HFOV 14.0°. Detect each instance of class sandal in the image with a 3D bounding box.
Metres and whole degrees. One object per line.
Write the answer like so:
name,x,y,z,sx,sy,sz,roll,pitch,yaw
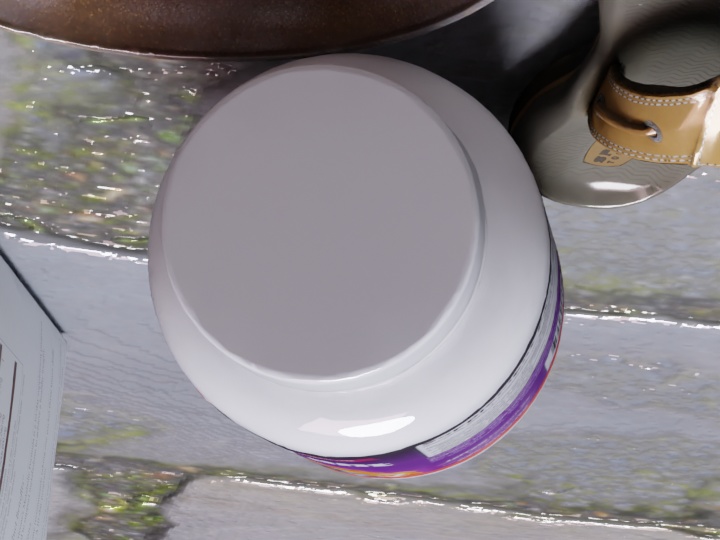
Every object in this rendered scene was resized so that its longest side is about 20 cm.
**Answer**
sandal,0.090,-0.048,0.831,0.082,0.055,0.200,10,159,-15

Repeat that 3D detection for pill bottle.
pill bottle,0.000,0.000,0.839,0.111,0.112,0.200,2,173,6

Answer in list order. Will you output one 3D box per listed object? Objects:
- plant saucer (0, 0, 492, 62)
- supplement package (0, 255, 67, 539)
plant saucer,-0.051,-0.107,0.737,0.200,0.032,0.200,3,159,1
supplement package,-0.185,0.041,1.044,0.113,0.110,0.200,1,160,9
